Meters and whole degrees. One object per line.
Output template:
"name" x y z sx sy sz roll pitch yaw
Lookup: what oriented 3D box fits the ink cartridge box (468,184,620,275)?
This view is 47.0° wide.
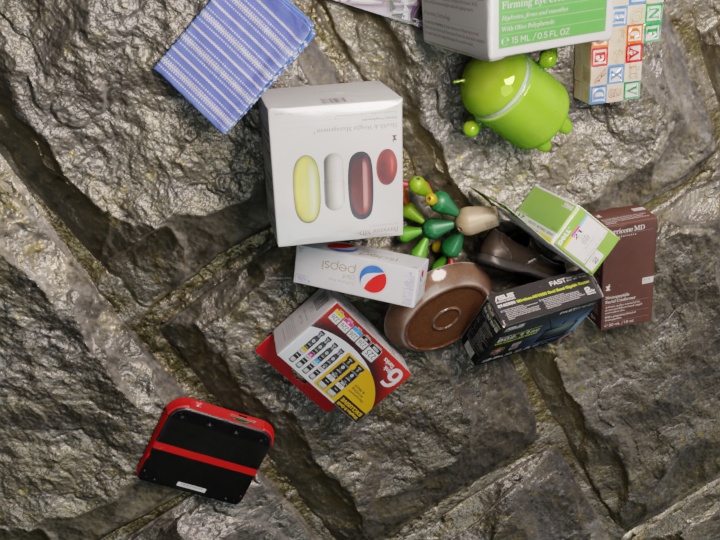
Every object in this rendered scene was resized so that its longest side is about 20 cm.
"ink cartridge box" 0.290 -0.092 1.314 0.200 0.148 0.076 34 97 -24

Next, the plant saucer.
"plant saucer" 0.136 0.070 1.372 0.199 0.035 0.201 -17 140 -15

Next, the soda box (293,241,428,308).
"soda box" 0.000 0.000 1.284 0.199 0.068 0.064 12 109 15

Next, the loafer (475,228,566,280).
"loafer" 0.276 -0.026 1.368 0.199 0.073 0.072 12 90 -41

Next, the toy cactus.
"toy cactus" 0.134 -0.070 1.307 0.164 0.102 0.201 -10 118 13

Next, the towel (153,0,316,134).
"towel" -0.175 -0.309 1.151 0.145 0.024 0.200 44 99 2

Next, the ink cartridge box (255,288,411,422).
"ink cartridge box" -0.047 0.153 1.384 0.175 0.084 0.200 -42 116 8

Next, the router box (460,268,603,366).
"router box" 0.282 0.078 1.373 0.199 0.062 0.150 -15 153 -20

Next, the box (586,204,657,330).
"box" 0.450 -0.005 1.436 0.100 0.075 0.201 -10 114 -8

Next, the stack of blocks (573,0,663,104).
"stack of blocks" 0.394 -0.365 1.268 0.115 0.059 0.201 -9 115 -9

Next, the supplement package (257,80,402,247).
"supplement package" -0.044 -0.159 1.210 0.190 0.147 0.201 -7 114 -10

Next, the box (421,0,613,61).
"box" 0.208 -0.395 1.119 0.198 0.200 0.172 -14 116 -19

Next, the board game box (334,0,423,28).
"board game box" 0.018 -0.429 1.172 0.199 0.032 0.121 11 106 -17

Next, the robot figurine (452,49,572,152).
"robot figurine" 0.231 -0.258 1.235 0.200 0.116 0.175 26 127 -36

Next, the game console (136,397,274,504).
"game console" -0.266 0.316 1.441 0.199 0.031 0.177 22 112 -20
